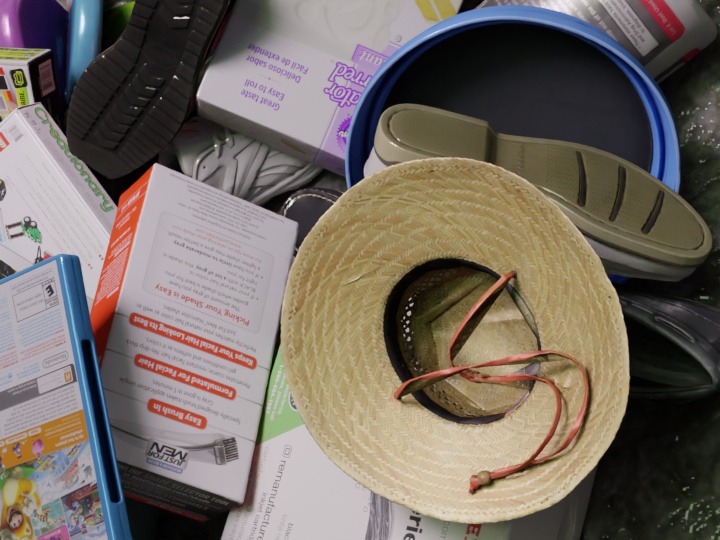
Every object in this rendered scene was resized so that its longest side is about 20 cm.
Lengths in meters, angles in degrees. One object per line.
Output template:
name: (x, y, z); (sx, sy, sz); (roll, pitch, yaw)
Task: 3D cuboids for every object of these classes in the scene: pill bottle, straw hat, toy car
pill bottle: (0.116, -0.131, 0.967); (0.200, 0.111, 0.111); (-38, 53, 14)
straw hat: (0.062, 0.039, 0.836); (0.201, 0.085, 0.201); (0, 90, 24)
toy car: (-0.247, -0.165, 1.203); (0.200, 0.150, 0.175); (-17, 61, 27)

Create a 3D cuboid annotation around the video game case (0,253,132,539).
video game case: (-0.202, 0.106, 0.899); (0.143, 0.018, 0.200); (-21, 76, 33)

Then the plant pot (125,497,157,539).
plant pot: (-0.219, 0.179, 1.016); (0.200, 0.200, 0.196); (-16, 69, 28)

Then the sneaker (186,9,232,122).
sneaker: (-0.109, -0.180, 1.129); (0.200, 0.074, 0.087); (-42, 89, -8)

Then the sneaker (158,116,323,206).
sneaker: (-0.091, -0.088, 1.095); (0.200, 0.099, 0.078); (-50, 51, 5)

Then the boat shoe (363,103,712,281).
boat shoe: (0.099, -0.033, 0.873); (0.200, 0.068, 0.075); (20, 39, 4)

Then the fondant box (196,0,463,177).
fondant box: (-0.011, -0.175, 1.057); (0.144, 0.058, 0.200); (22, 82, -4)

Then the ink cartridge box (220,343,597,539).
ink cartridge box: (0.030, 0.132, 0.925); (0.200, 0.084, 0.146); (6, 73, 36)

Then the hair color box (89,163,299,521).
hair color box: (-0.116, 0.046, 0.970); (0.064, 0.111, 0.200); (-35, 38, 52)

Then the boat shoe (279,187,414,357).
boat shoe: (0.000, 0.000, 1.020); (0.074, 0.060, 0.200); (-46, 52, 8)

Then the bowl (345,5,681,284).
bowl: (0.091, -0.066, 0.915); (0.201, 0.201, 0.039); (-26, 24, 23)

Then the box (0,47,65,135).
box: (-0.275, -0.071, 1.161); (0.110, 0.035, 0.200); (5, 116, 21)

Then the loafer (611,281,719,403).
loafer: (0.122, 0.034, 0.885); (0.200, 0.070, 0.068); (11, 110, 23)

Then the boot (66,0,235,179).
boot: (-0.126, -0.167, 1.072); (0.200, 0.077, 0.138); (-50, 9, 33)

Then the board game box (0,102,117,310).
board game box: (-0.223, -0.005, 1.110); (0.126, 0.035, 0.200); (-36, 90, 28)
